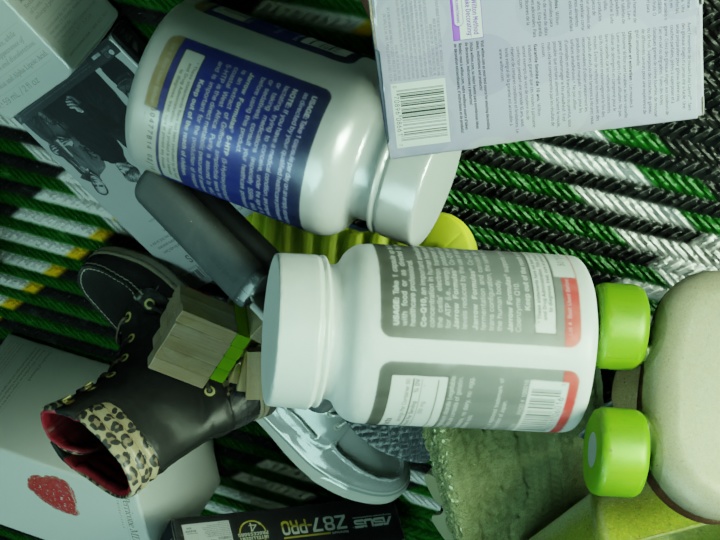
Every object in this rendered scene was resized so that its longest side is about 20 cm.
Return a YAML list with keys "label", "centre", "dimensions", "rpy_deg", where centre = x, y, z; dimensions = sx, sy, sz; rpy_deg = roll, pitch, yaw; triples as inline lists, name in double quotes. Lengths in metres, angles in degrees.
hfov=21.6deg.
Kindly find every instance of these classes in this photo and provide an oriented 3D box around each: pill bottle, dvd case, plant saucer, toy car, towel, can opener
- label: "pill bottle"
  centre: [0.041, 0.041, 1.191]
  dimensions: [0.198, 0.114, 0.114]
  rpy_deg: [4, 141, -9]
- label: "pill bottle"
  centre: [-0.040, -0.091, 1.225]
  dimensions: [0.199, 0.120, 0.120]
  rpy_deg: [21, 140, 14]
- label: "dvd case"
  centre: [-0.149, -0.079, 1.388]
  dimensions: [0.200, 0.025, 0.150]
  rpy_deg: [45, 140, -18]
- label: "plant saucer"
  centre: [0.199, 0.188, 1.339]
  dimensions: [0.200, 0.199, 0.048]
  rpy_deg: [-51, 54, 56]
- label: "toy car"
  centre: [0.215, 0.097, 1.247]
  dimensions: [0.163, 0.159, 0.200]
  rpy_deg: [5, 164, -6]
- label: "towel"
  centre: [0.111, 0.118, 1.339]
  dimensions: [0.036, 0.148, 0.201]
  rpy_deg: [40, 154, 44]
- label: "can opener"
  centre: [-0.082, 0.014, 1.277]
  dimensions: [0.200, 0.053, 0.067]
  rpy_deg: [45, 119, 14]

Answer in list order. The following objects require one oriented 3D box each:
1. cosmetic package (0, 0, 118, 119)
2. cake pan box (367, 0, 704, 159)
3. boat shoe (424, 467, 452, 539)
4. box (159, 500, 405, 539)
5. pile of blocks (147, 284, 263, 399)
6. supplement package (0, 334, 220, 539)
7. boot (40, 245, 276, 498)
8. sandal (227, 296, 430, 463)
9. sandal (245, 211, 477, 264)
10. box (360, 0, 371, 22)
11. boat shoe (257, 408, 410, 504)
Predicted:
- label: "cosmetic package"
  centre: [-0.273, -0.210, 1.294]
  dimensions: [0.200, 0.074, 0.101]
  rpy_deg: [45, 139, -17]
- label: "cake pan box"
  centre: [0.093, -0.160, 1.030]
  dimensions: [0.183, 0.052, 0.201]
  rpy_deg: [-8, 123, 2]
- label: "boat shoe"
  centre: [0.095, 0.185, 1.467]
  dimensions: [0.073, 0.063, 0.202]
  rpy_deg: [35, 161, 23]
- label: "box"
  centre: [-0.081, 0.252, 1.584]
  dimensions: [0.199, 0.049, 0.161]
  rpy_deg: [-3, 150, -25]
- label: "pile of blocks"
  centre: [-0.056, 0.044, 1.382]
  dimensions: [0.198, 0.062, 0.083]
  rpy_deg: [1, 127, -9]
- label: "supplement package"
  centre: [-0.239, 0.159, 1.625]
  dimensions: [0.199, 0.120, 0.122]
  rpy_deg: [15, 138, 21]
- label: "boot"
  centre: [-0.178, 0.075, 1.415]
  dimensions: [0.200, 0.150, 0.073]
  rpy_deg: [39, 142, 21]
- label: "sandal"
  centre: [-0.009, 0.065, 1.428]
  dimensions: [0.200, 0.043, 0.076]
  rpy_deg: [40, 102, 6]
- label: "sandal"
  centre: [0.000, 0.000, 1.320]
  dimensions: [0.199, 0.080, 0.087]
  rpy_deg: [7, 170, 26]
- label: "box"
  centre: [0.051, -0.183, 1.105]
  dimensions: [0.100, 0.075, 0.201]
  rpy_deg: [-2, 132, 35]
- label: "boat shoe"
  centre: [-0.034, 0.103, 1.476]
  dimensions: [0.200, 0.072, 0.069]
  rpy_deg: [45, 144, 0]
